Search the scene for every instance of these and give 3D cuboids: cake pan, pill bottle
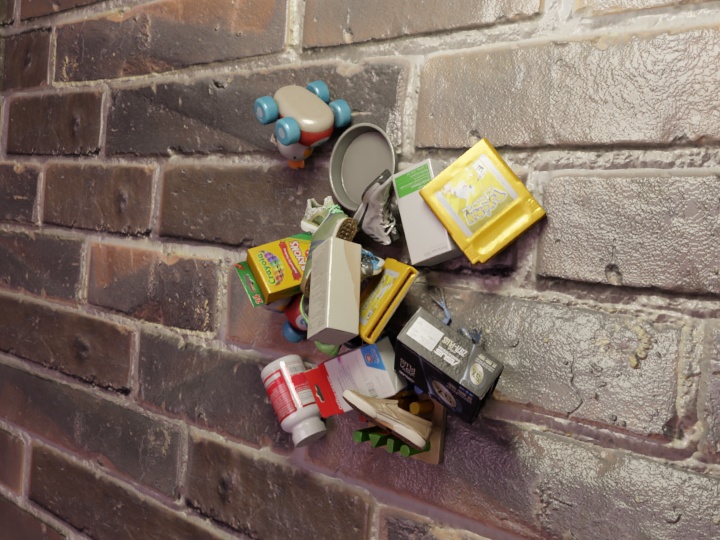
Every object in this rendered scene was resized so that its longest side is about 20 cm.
[{"bbox_3d":[0.010,-0.238,1.740,0.198,0.036,0.204,-1,89,40],"label":"cake pan"},{"bbox_3d":[-0.158,0.317,1.818,0.112,0.111,0.202,-41,64,31],"label":"pill bottle"}]

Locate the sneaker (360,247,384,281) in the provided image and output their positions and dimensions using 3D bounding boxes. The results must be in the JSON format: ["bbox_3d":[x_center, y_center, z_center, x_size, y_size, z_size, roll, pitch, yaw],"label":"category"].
[{"bbox_3d":[0.000,0.000,1.675,0.200,0.074,0.088,-134,61,-76],"label":"sneaker"}]

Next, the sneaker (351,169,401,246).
[{"bbox_3d":[0.057,-0.129,1.624,0.115,0.076,0.201,42,151,8],"label":"sneaker"}]

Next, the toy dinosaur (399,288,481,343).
[{"bbox_3d":[0.161,0.144,1.577,0.181,0.104,0.203,-17,88,57],"label":"toy dinosaur"}]

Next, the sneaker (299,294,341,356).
[{"bbox_3d":[-0.074,0.106,1.667,0.084,0.076,0.201,-51,40,16],"label":"sneaker"}]

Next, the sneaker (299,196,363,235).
[{"bbox_3d":[-0.069,-0.128,1.770,0.198,0.076,0.090,13,110,38],"label":"sneaker"}]

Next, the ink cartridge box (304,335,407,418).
[{"bbox_3d":[-0.012,0.232,1.612,0.198,0.067,0.118,-24,89,29],"label":"ink cartridge box"}]

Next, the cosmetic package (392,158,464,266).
[{"bbox_3d":[0.148,-0.120,1.592,0.107,0.084,0.203,-22,74,34],"label":"cosmetic package"}]

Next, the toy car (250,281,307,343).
[{"bbox_3d":[-0.183,0.064,1.789,0.184,0.198,0.178,-45,63,30],"label":"toy car"}]

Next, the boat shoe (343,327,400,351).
[{"bbox_3d":[0.032,0.154,1.688,0.198,0.062,0.076,9,68,41],"label":"boat shoe"}]

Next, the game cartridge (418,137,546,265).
[{"bbox_3d":[0.240,-0.134,1.492,0.176,0.032,0.201,-39,72,7],"label":"game cartridge"}]

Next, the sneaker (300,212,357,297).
[{"bbox_3d":[-0.085,-0.041,1.696,0.090,0.067,0.202,35,97,51],"label":"sneaker"}]

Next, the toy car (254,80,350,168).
[{"bbox_3d":[-0.143,-0.322,1.809,0.177,0.183,0.202,45,145,30],"label":"toy car"}]

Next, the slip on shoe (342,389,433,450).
[{"bbox_3d":[0.057,0.291,1.536,0.198,0.076,0.061,29,73,11],"label":"slip on shoe"}]

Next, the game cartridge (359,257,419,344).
[{"bbox_3d":[0.039,0.059,1.602,0.178,0.032,0.200,-56,15,-2],"label":"game cartridge"}]

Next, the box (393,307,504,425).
[{"bbox_3d":[0.169,0.191,1.478,0.199,0.164,0.086,35,67,17],"label":"box"}]

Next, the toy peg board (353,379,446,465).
[{"bbox_3d":[0.079,0.305,1.630,0.198,0.097,0.203,7,94,39],"label":"toy peg board"}]

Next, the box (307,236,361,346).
[{"bbox_3d":[-0.054,0.044,1.558,0.095,0.077,0.203,-31,50,54],"label":"box"}]

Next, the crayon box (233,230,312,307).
[{"bbox_3d":[-0.178,-0.004,1.730,0.128,0.198,0.051,59,152,22],"label":"crayon box"}]
